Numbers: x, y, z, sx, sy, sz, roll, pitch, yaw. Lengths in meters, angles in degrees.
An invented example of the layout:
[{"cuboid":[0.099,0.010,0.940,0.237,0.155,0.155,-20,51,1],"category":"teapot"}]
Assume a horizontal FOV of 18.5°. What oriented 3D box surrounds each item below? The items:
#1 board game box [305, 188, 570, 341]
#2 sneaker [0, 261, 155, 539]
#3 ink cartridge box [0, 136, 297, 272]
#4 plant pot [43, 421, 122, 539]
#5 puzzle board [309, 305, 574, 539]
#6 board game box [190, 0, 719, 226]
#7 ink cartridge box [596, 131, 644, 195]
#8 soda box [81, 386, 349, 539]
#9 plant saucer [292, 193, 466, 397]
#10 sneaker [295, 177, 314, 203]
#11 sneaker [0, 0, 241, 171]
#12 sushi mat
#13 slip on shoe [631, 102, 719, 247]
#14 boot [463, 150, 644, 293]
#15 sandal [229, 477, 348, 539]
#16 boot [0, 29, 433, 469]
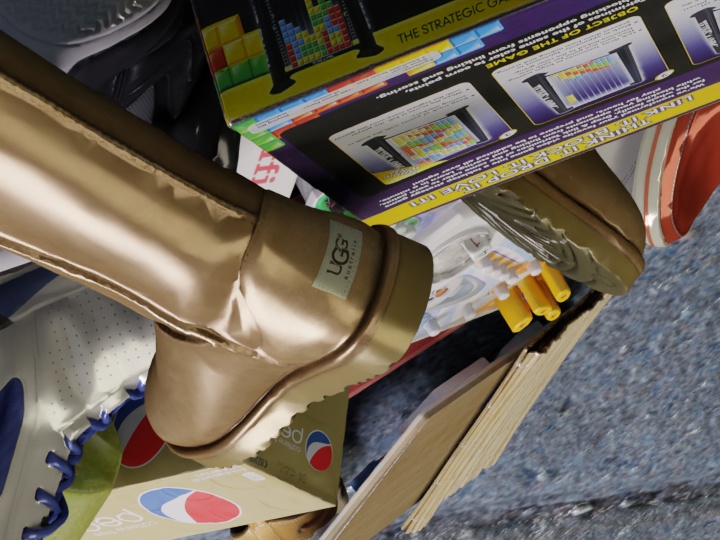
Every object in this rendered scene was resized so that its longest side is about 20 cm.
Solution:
[{"cuboid":[0.045,-0.006,1.070,0.199,0.026,0.200,-20,156,-27],"category":"board game box"},{"cuboid":[-0.124,0.054,0.862,0.198,0.116,0.081,-17,-176,-7],"category":"sneaker"},{"cuboid":[-0.131,-0.044,0.922,0.199,0.086,0.148,-7,142,-28],"category":"ink cartridge box"},{"cuboid":[-0.210,0.114,1.000,0.184,0.201,0.200,-48,144,16],"category":"plant pot"},{"cuboid":[0.040,0.097,1.253,0.151,0.017,0.200,-55,167,30],"category":"puzzle board"},{"cuboid":[0.066,-0.085,0.699,0.199,0.057,0.165,-20,166,11],"category":"board game box"},{"cuboid":[0.136,-0.137,0.962,0.201,0.045,0.176,-56,158,-4],"category":"ink cartridge box"},{"cuboid":[-0.101,0.089,1.067,0.199,0.064,0.068,-17,147,39],"category":"soda box"},{"cuboid":[0.000,0.000,1.116,0.199,0.037,0.200,-33,156,7],"category":"plant saucer"},{"cuboid":[0.022,-0.106,0.961,0.114,0.075,0.201,-14,143,-17],"category":"sneaker"},{"cuboid":[-0.114,-0.035,0.805,0.200,0.076,0.114,-45,142,12],"category":"sneaker"},{"cuboid":[0.087,0.081,1.296,0.096,0.012,0.200,-39,165,-40],"category":"sushi mat"},{"cuboid":[0.182,-0.095,0.974,0.201,0.061,0.074,-58,159,5],"category":"slip on shoe"},{"cuboid":[0.088,-0.118,0.834,0.200,0.175,0.066,-50,170,-6],"category":"boot"},{"cuboid":[-0.047,0.137,1.252,0.080,0.054,0.200,-21,159,8],"category":"sandal"},{"cuboid":[-0.097,-0.015,0.721,0.199,0.067,0.175,25,148,-20],"category":"boot"}]
